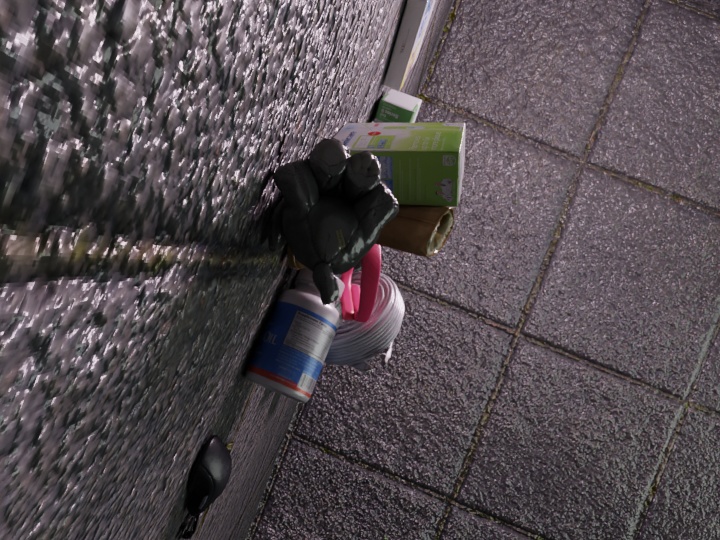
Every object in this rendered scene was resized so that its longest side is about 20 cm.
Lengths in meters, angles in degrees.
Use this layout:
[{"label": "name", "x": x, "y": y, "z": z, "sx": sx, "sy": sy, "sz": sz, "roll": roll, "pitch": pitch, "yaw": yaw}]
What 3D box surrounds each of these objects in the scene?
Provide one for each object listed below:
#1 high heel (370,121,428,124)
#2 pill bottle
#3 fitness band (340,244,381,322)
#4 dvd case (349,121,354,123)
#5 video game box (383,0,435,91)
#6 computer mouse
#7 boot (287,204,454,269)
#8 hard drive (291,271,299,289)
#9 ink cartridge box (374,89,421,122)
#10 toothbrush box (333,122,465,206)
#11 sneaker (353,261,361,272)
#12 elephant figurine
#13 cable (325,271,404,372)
[{"label": "high heel", "x": 0.061, "y": -0.253, "z": 0.971, "sx": 0.200, "sy": 0.071, "sz": 0.144, "roll": -36, "pitch": -125, "yaw": 56}, {"label": "pill bottle", "x": -0.099, "y": 0.101, "z": 0.867, "sx": 0.112, "sy": 0.111, "sz": 0.202, "roll": 107, "pitch": 4, "yaw": -72}, {"label": "fitness band", "x": 0.000, "y": 0.000, "z": 0.887, "sx": 0.201, "sy": 0.037, "sz": 0.145, "roll": -103, "pitch": -154, "yaw": -63}, {"label": "dvd case", "x": -0.038, "y": -0.175, "z": 1.000, "sx": 0.143, "sy": 0.017, "sz": 0.202, "roll": -65, "pitch": 175, "yaw": -78}, {"label": "video game box", "x": 0.116, "y": -0.525, "z": 1.159, "sx": 0.201, "sy": 0.046, "sz": 0.183, "roll": 109, "pitch": 1, "yaw": -47}, {"label": "computer mouse", "x": -0.214, "y": 0.307, "z": 0.807, "sx": 0.141, "sy": 0.046, "sz": 0.201, "roll": -64, "pitch": 175, "yaw": -58}, {"label": "boot", "x": 0.013, "y": -0.052, "z": 0.777, "sx": 0.176, "sy": 0.198, "sz": 0.067, "roll": -55, "pitch": 146, "yaw": -32}, {"label": "hard drive", "x": -0.080, "y": -0.005, "z": 1.071, "sx": 0.201, "sy": 0.038, "sz": 0.140, "roll": -60, "pitch": 173, "yaw": -34}, {"label": "ink cartridge box", "x": 0.067, "y": -0.314, "z": 1.279, "sx": 0.146, "sy": 0.087, "sz": 0.202, "roll": -65, "pitch": 175, "yaw": -60}, {"label": "toothbrush box", "x": 0.058, "y": -0.168, "z": 0.818, "sx": 0.146, "sy": 0.198, "sz": 0.087, "roll": -65, "pitch": 154, "yaw": -56}, {"label": "sneaker", "x": 0.010, "y": -0.087, "z": 1.002, "sx": 0.201, "sy": 0.077, "sz": 0.091, "roll": -55, "pitch": 157, "yaw": 2}, {"label": "elephant figurine", "x": -0.042, "y": -0.064, "z": 0.622, "sx": 0.155, "sy": 0.142, "sz": 0.200, "roll": -39, "pitch": -172, "yaw": -14}, {"label": "cable", "x": -0.017, "y": 0.085, "z": 0.976, "sx": 0.070, "sy": 0.198, "sz": 0.201, "roll": 62, "pitch": 40, "yaw": -35}]
